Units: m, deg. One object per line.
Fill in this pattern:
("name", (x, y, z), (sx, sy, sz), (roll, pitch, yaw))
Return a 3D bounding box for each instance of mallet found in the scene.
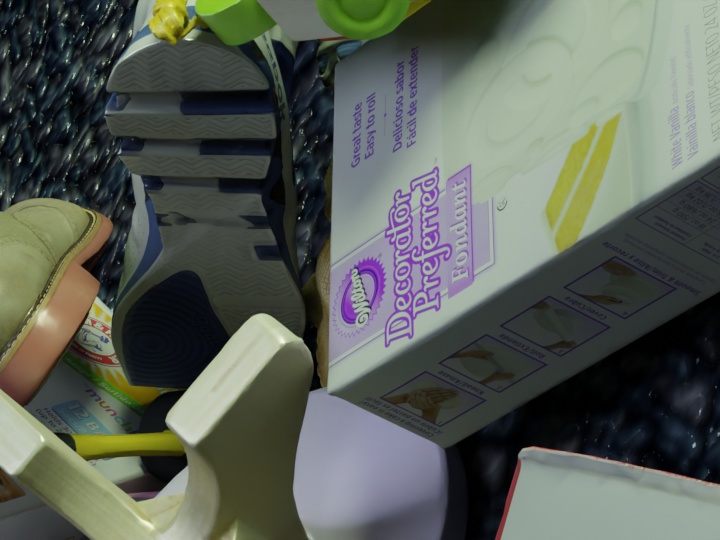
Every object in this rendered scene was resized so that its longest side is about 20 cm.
("mallet", (-0.101, 0.068, 1.141), (0.066, 0.200, 0.041), (0, 90, 35))

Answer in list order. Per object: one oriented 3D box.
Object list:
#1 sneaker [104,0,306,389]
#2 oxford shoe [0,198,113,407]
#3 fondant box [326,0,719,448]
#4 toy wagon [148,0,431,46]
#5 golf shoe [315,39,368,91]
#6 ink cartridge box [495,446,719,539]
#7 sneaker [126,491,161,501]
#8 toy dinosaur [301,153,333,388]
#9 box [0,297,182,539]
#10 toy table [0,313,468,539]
("sneaker", (-0.054, -0.051, 1.191), (0.115, 0.080, 0.200), (-81, -6, -45))
("oxford shoe", (-0.146, -0.006, 1.183), (0.071, 0.075, 0.200), (-55, 11, 4))
("fondant box", (0.072, -0.047, 1.007), (0.200, 0.058, 0.145), (-34, 43, 41))
("toy wagon", (0.012, -0.134, 1.055), (0.200, 0.040, 0.155), (-34, 26, 20))
("golf shoe", (0.026, -0.133, 1.137), (0.200, 0.078, 0.097), (-22, 94, 57))
("ink cartridge box", (0.129, 0.137, 0.624), (0.145, 0.200, 0.146), (7, 80, 63))
("sneaker", (-0.055, 0.157, 1.143), (0.070, 0.082, 0.200), (-62, 26, 21))
("toy dinosaur", (0.000, 0.000, 1.166), (0.200, 0.058, 0.101), (11, 85, 66))
("box", (-0.157, 0.091, 1.241), (0.112, 0.200, 0.101), (41, 117, 21))
("toy table", (-0.063, 0.108, 1.063), (0.184, 0.117, 0.200), (25, 78, 36))
